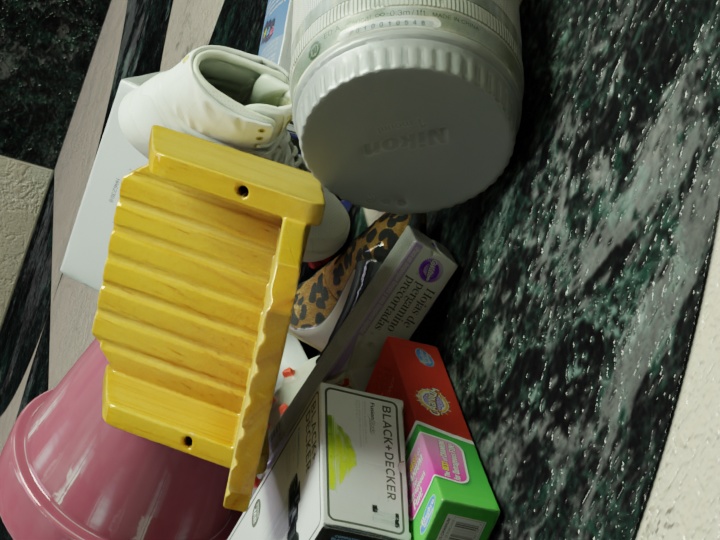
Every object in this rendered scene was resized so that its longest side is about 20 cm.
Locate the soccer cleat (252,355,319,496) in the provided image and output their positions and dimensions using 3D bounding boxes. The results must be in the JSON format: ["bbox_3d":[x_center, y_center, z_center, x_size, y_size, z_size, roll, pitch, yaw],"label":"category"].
[{"bbox_3d":[-0.043,0.147,1.382,0.069,0.078,0.201,-19,33,25],"label":"soccer cleat"}]

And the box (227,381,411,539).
[{"bbox_3d":[-0.034,0.181,1.185,0.117,0.060,0.200,-92,23,-43],"label":"box"}]

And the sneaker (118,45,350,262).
[{"bbox_3d":[-0.066,-0.082,1.285,0.115,0.199,0.074,-27,37,48],"label":"sneaker"}]

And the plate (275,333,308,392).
[{"bbox_3d":[-0.135,0.080,1.557,0.200,0.032,0.201,-52,51,32],"label":"plate"}]

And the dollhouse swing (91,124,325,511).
[{"bbox_3d":[-0.116,0.036,1.191,0.176,0.181,0.201,-44,-30,-68],"label":"dollhouse swing"}]

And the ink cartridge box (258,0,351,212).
[{"bbox_3d":[-0.013,-0.145,1.399,0.076,0.135,0.201,140,142,-64],"label":"ink cartridge box"}]

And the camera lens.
[{"bbox_3d":[0.032,-0.161,1.235,0.160,0.159,0.201,124,155,-46],"label":"camera lens"}]

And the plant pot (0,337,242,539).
[{"bbox_3d":[-0.169,0.130,1.414,0.201,0.199,0.180,-98,30,-52],"label":"plant pot"}]

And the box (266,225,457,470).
[{"bbox_3d":[-0.002,0.064,1.275,0.201,0.039,0.041,-57,16,9],"label":"box"}]

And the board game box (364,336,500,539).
[{"bbox_3d":[0.026,0.160,1.186,0.200,0.040,0.154,-109,38,-61],"label":"board game box"}]

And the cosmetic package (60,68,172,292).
[{"bbox_3d":[-0.164,-0.081,1.716,0.201,0.122,0.200,-69,-13,19],"label":"cosmetic package"}]

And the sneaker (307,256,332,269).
[{"bbox_3d":[-0.058,-0.037,1.564,0.077,0.085,0.200,-42,0,0],"label":"sneaker"}]

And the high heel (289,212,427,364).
[{"bbox_3d":[0.000,0.000,1.388,0.143,0.071,0.200,-61,15,3],"label":"high heel"}]
